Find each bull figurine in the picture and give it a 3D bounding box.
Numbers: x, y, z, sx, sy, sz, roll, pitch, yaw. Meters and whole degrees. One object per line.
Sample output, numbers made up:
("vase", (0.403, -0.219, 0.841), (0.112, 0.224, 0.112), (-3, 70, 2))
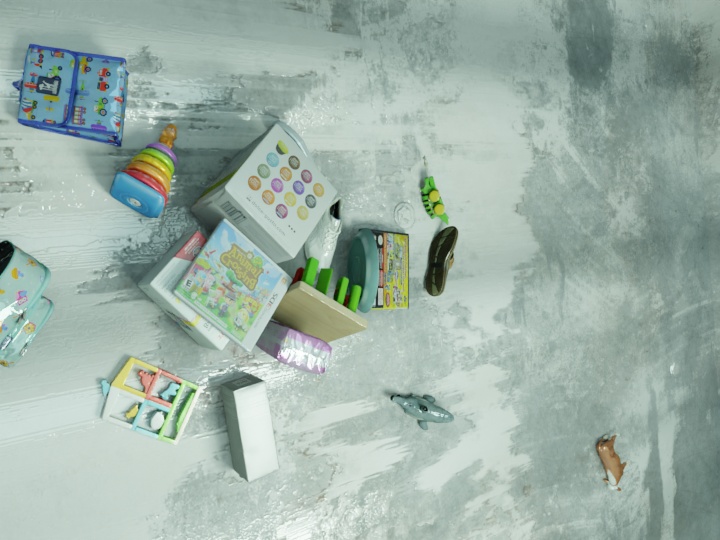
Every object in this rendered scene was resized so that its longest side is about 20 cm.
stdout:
("bull figurine", (0.893, 0.674, 1.978), (0.120, 0.064, 0.205), (-34, 108, -32))

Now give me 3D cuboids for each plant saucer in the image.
("plant saucer", (0.000, 0.000, 1.362), (0.026, 0.199, 0.208), (1, 88, -17))

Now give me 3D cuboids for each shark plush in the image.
("shark plush", (0.164, 0.363, 1.516), (0.199, 0.082, 0.092), (39, 70, -25))

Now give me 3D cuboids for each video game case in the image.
("video game case", (0.063, -0.001, 1.478), (0.177, 0.025, 0.208), (2, 87, -44))
("video game case", (-0.252, 0.031, 1.134), (0.200, 0.022, 0.185), (43, 61, -25))

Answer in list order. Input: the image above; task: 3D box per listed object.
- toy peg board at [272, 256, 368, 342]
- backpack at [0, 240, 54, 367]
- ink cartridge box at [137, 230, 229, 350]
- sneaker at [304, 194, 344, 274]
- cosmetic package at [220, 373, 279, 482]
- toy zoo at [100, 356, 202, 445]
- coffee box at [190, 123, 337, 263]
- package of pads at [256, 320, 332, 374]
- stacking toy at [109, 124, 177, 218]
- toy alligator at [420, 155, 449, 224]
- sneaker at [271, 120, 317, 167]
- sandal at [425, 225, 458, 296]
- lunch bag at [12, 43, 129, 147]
("toy peg board", (-0.103, 0.070, 1.304), (0.197, 0.197, 0.100), (32, 56, -26))
("backpack", (-0.632, 0.057, 0.977), (0.153, 0.172, 0.205), (39, 68, -42))
("ink cartridge box", (-0.336, 0.046, 1.177), (0.201, 0.143, 0.147), (48, 65, -22))
("sneaker", (-0.085, -0.093, 1.373), (0.073, 0.086, 0.208), (8, 85, -32))
("cosmetic package", (-0.247, 0.348, 1.247), (0.088, 0.106, 0.207), (-14, 97, -31))
("toy zoo", (-0.447, 0.269, 1.172), (0.197, 0.020, 0.135), (32, 72, -28))
("coffee box", (-0.209, -0.152, 1.219), (0.200, 0.197, 0.200), (45, 59, -22))
("package of pads", (-0.155, 0.169, 1.256), (0.118, 0.199, 0.078), (27, 81, -24))
("stacking toy", (-0.426, -0.222, 1.167), (0.108, 0.115, 0.205), (28, 61, -22))
("toy alligator", (0.194, -0.216, 1.573), (0.053, 0.059, 0.205), (-21, 103, 11))
("sneaker", (-0.157, -0.259, 1.339), (0.071, 0.072, 0.202), (-45, 111, -28))
("sandal", (0.236, -0.024, 1.580), (0.054, 0.080, 0.207), (21, 76, -46))
("lunch bag", (-0.564, -0.344, 1.091), (0.193, 0.094, 0.156), (6, 86, -19))
